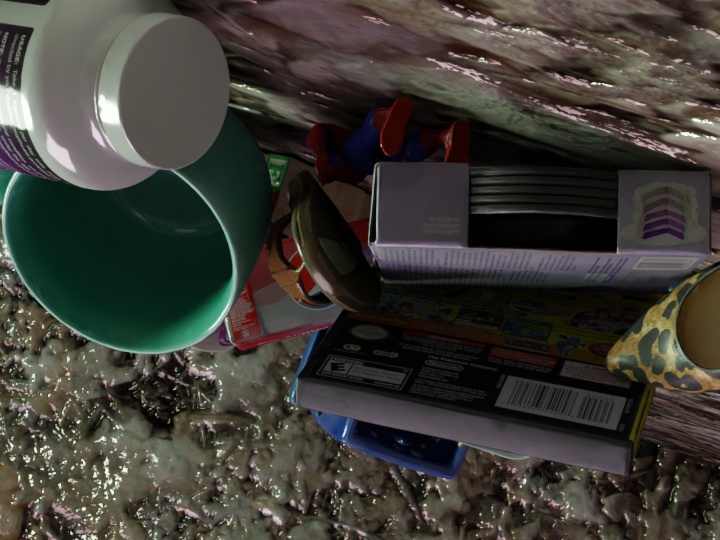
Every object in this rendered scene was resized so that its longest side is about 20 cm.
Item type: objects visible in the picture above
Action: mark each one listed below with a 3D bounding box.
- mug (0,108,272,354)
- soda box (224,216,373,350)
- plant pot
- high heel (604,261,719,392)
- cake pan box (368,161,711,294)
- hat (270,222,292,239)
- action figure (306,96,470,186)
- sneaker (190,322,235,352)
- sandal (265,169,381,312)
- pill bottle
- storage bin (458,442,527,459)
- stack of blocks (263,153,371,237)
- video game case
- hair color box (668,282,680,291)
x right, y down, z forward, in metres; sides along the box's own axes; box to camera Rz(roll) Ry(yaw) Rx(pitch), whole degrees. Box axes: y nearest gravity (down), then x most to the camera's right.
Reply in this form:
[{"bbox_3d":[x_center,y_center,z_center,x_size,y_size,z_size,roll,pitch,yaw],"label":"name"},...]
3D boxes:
[{"bbox_3d":[-0.141,-0.054,0.998,0.151,0.115,0.185,-30,110,31],"label":"mug"},{"bbox_3d":[0.000,0.000,1.124,0.198,0.064,0.070,-14,174,-1],"label":"soda box"},{"bbox_3d":[0.036,0.121,2.001,0.199,0.202,0.179,22,180,-36],"label":"plant pot"},{"bbox_3d":[0.193,0.013,0.847,0.199,0.072,0.142,-21,158,31],"label":"high heel"},{"bbox_3d":[0.098,-0.021,0.929,0.182,0.053,0.200,0,173,4],"label":"cake pan box"},{"bbox_3d":[-0.125,-0.075,1.163,0.199,0.082,0.201,17,165,5],"label":"hat"},{"bbox_3d":[0.006,-0.071,0.999,0.065,0.052,0.200,15,178,-16],"label":"action figure"},{"bbox_3d":[-0.165,-0.008,1.178,0.199,0.075,0.099,35,167,-30],"label":"sneaker"},{"bbox_3d":[-0.033,-0.014,0.997,0.082,0.054,0.200,56,-177,-17],"label":"sandal"},{"bbox_3d":[-0.166,-0.106,0.866,0.199,0.114,0.112,14,173,39],"label":"pill bottle"},{"bbox_3d":[0.102,0.080,1.539,0.198,0.147,0.134,17,-148,16],"label":"storage bin"},{"bbox_3d":[-0.032,-0.039,1.337,0.199,0.059,0.115,23,172,-41],"label":"stack of blocks"},{"bbox_3d":[0.083,0.048,0.983,0.198,0.026,0.181,10,-150,16],"label":"video game case"},{"bbox_3d":[0.291,0.047,1.114,0.099,0.061,0.200,20,174,-15],"label":"hair color box"}]
